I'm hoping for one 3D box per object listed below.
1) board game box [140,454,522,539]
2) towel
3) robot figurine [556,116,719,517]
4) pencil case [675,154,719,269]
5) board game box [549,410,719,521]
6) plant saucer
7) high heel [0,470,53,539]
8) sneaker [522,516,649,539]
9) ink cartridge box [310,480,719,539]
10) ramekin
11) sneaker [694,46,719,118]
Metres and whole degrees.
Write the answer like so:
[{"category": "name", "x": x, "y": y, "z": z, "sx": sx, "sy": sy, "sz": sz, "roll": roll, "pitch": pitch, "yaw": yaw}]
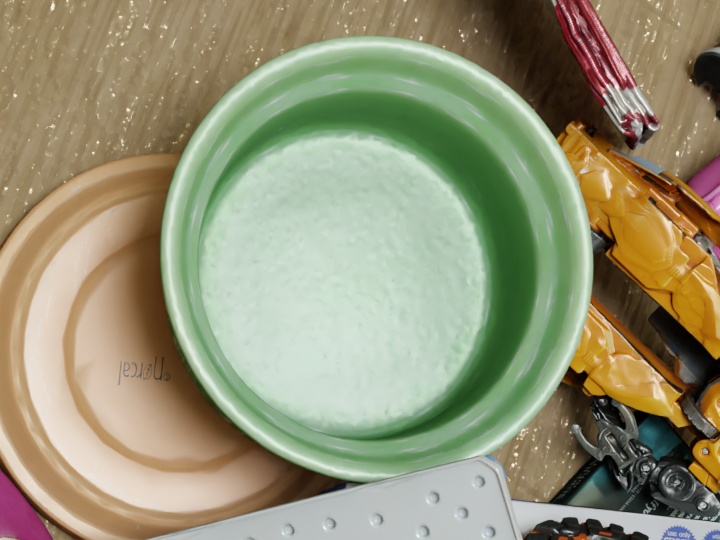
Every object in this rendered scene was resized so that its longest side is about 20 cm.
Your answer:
[{"category": "board game box", "x": -0.002, "y": 0.196, "z": 0.805, "sx": 0.199, "sy": 0.026, "sz": 0.201, "roll": -16, "pitch": 92, "yaw": 20}, {"category": "towel", "x": 0.091, "y": -0.151, "z": 0.938, "sx": 0.023, "sy": 0.144, "sz": 0.201, "roll": -30, "pitch": 88, "yaw": 7}, {"category": "robot figurine", "x": 0.151, "y": 0.025, "z": 0.935, "sx": 0.200, "sy": 0.058, "sz": 0.145, "roll": 45, "pitch": 110, "yaw": 5}, {"category": "pencil case", "x": 0.242, "y": 0.026, "z": 0.991, "sx": 0.200, "sy": 0.091, "sz": 0.094, "roll": 51, "pitch": 35, "yaw": -3}, {"category": "board game box", "x": 0.127, "y": 0.188, "z": 0.954, "sx": 0.200, "sy": 0.028, "sz": 0.135, "roll": -42, "pitch": 94, "yaw": -20}, {"category": "plant saucer", "x": -0.090, "y": 0.041, "z": 0.904, "sx": 0.199, "sy": 0.032, "sz": 0.202, "roll": 3, "pitch": 80, "yaw": -18}, {"category": "high heel", "x": -0.147, "y": 0.168, "z": 0.829, "sx": 0.067, "sy": 0.096, "sz": 0.201, "roll": -25, "pitch": 90, "yaw": -21}, {"category": "sneaker", "x": 0.156, "y": 0.170, "z": 0.825, "sx": 0.198, "sy": 0.075, "sz": 0.079, "roll": 15, "pitch": 106, "yaw": -7}, {"category": "ink cartridge box", "x": 0.075, "y": 0.136, "z": 0.883, "sx": 0.198, "sy": 0.094, "sz": 0.045, "roll": 8, "pitch": 76, "yaw": -14}, {"category": "ramekin", "x": 0.000, "y": 0.000, "z": 0.863, "sx": 0.198, "sy": 0.098, "sz": 0.202, "roll": 2, "pitch": 82, "yaw": -12}, {"category": "sneaker", "x": 0.280, "y": -0.066, "z": 1.024, "sx": 0.088, "sy": 0.074, "sz": 0.200, "roll": -39, "pitch": 95, "yaw": -18}]
